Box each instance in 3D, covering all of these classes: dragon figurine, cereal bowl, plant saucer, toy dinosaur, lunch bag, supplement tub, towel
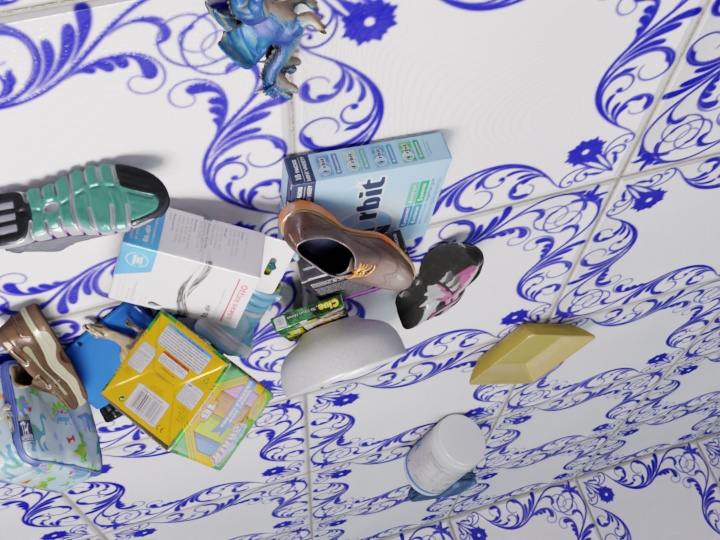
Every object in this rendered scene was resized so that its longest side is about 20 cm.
[{"bbox_3d":[-0.099,-0.218,0.748,0.099,0.059,0.199,-34,150,24],"label":"dragon figurine"},{"bbox_3d":[-0.033,0.123,1.293,0.198,0.084,0.200,-19,172,-3],"label":"cereal bowl"},{"bbox_3d":[0.337,0.162,1.712,0.198,0.049,0.200,4,143,-37],"label":"plant saucer"},{"bbox_3d":[-0.283,0.128,1.150,0.101,0.201,0.058,-27,-164,39],"label":"toy dinosaur"},{"bbox_3d":[-0.449,0.216,1.188,0.082,0.162,0.200,-26,154,7],"label":"lunch bag"},{"bbox_3d":[0.198,0.443,2.031,0.131,0.133,0.200,-2,147,-29],"label":"supplement tub"},{"bbox_3d":[0.236,0.624,2.464,0.198,0.049,0.112,2,145,-37],"label":"towel"}]

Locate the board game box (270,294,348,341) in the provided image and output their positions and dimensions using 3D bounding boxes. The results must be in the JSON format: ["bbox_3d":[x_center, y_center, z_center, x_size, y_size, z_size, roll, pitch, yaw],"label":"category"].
[{"bbox_3d":[-0.070,0.072,1.254,0.104,0.024,0.200,-17,171,-1],"label":"board game box"}]

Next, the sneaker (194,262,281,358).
[{"bbox_3d":[-0.153,0.049,1.172,0.131,0.079,0.200,-54,-179,-3],"label":"sneaker"}]

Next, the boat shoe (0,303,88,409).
[{"bbox_3d":[-0.423,0.125,1.117,0.074,0.075,0.204,-31,142,-20],"label":"boat shoe"}]

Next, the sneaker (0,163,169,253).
[{"bbox_3d":[-0.299,-0.061,0.909,0.197,0.075,0.088,-9,168,-4],"label":"sneaker"}]

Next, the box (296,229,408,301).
[{"bbox_3d":[0.000,0.000,1.164,0.141,0.037,0.200,-17,169,3],"label":"box"}]

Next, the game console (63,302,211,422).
[{"bbox_3d":[-0.315,0.122,1.236,0.199,0.119,0.170,-33,175,25],"label":"game console"}]

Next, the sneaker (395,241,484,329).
[{"bbox_3d":[0.132,0.015,1.312,0.086,0.081,0.200,-14,162,-36],"label":"sneaker"}]

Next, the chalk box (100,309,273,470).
[{"bbox_3d":[-0.201,0.158,1.063,0.124,0.124,0.200,-55,157,-9],"label":"chalk box"}]

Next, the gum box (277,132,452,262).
[{"bbox_3d":[-0.001,-0.088,1.057,0.198,0.045,0.170,-12,152,-15],"label":"gum box"}]

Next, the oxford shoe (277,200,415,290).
[{"bbox_3d":[-0.010,-0.010,1.010,0.199,0.073,0.071,23,119,-31],"label":"oxford shoe"}]

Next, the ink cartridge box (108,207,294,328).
[{"bbox_3d":[-0.185,0.000,1.003,0.198,0.067,0.116,15,141,-16],"label":"ink cartridge box"}]
